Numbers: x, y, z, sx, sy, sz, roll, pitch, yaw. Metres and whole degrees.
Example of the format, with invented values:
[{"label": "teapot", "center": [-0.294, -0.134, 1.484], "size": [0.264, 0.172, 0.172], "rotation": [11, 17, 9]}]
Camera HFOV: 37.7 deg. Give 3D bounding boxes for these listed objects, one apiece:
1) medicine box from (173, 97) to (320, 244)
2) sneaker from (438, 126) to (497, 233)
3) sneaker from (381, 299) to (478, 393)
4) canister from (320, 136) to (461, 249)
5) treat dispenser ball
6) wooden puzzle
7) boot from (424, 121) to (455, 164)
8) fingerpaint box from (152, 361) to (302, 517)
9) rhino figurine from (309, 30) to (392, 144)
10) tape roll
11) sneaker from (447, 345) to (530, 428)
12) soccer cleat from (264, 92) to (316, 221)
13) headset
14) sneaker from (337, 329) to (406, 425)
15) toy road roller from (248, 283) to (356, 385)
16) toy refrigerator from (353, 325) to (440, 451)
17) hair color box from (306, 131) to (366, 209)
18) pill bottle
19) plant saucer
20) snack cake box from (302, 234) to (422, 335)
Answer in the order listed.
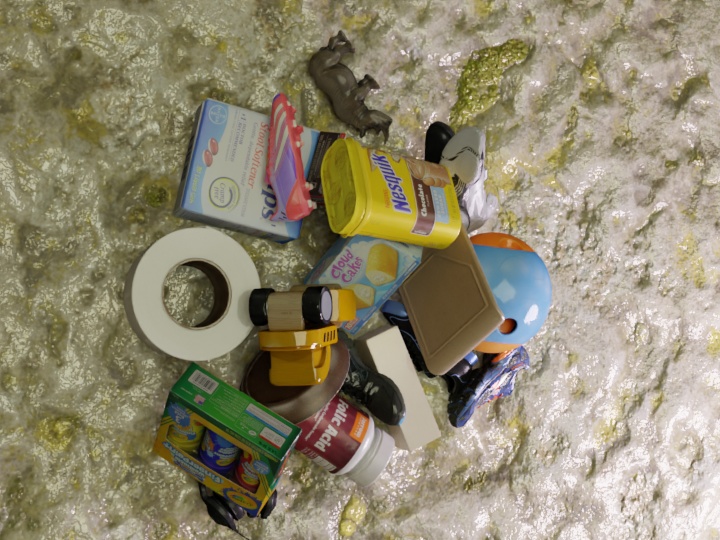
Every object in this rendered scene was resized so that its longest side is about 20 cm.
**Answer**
[{"label": "medicine box", "center": [-0.184, -0.158, 1.710], "size": [0.197, 0.103, 0.185], "rotation": [14, 83, -16]}, {"label": "sneaker", "center": [0.181, -0.146, 1.761], "size": [0.114, 0.074, 0.203], "rotation": [-18, 125, -55]}, {"label": "sneaker", "center": [0.109, 0.131, 1.808], "size": [0.199, 0.070, 0.078], "rotation": [36, 76, -10]}, {"label": "canister", "center": [0.049, -0.114, 1.626], "size": [0.198, 0.087, 0.150], "rotation": [9, 55, -31]}, {"label": "treat dispenser ball", "center": [0.222, 0.037, 1.781], "size": [0.198, 0.201, 0.204], "rotation": [1, 87, -18]}, {"label": "wooden puzzle", "center": [0.140, 0.039, 1.700], "size": [0.037, 0.185, 0.202], "rotation": [-1, 57, -40]}, {"label": "boot", "center": [0.093, -0.136, 1.764], "size": [0.199, 0.065, 0.167], "rotation": [-36, 122, -37]}, {"label": "fingerpaint box", "center": [-0.208, 0.261, 1.613], "size": [0.198, 0.168, 0.074], "rotation": [31, 44, 6]}, {"label": "rhino figurine", "center": [-0.012, -0.300, 1.795], "size": [0.087, 0.060, 0.201], "rotation": [-33, 99, 3]}, {"label": "tape roll", "center": [-0.266, 0.039, 1.654], "size": [0.200, 0.139, 0.206], "rotation": [1, 86, -18]}, {"label": "sneaker", "center": [0.230, 0.201, 1.843], "size": [0.079, 0.075, 0.200], "rotation": [46, 77, -14]}, {"label": "soccer cleat", "center": [-0.122, -0.176, 1.647], "size": [0.075, 0.067, 0.203], "rotation": [-13, 85, 9]}, {"label": "headset", "center": [-0.193, 0.379, 1.708], "size": [0.122, 0.094, 0.203], "rotation": [-12, 76, -17]}, {"label": "sneaker", "center": [-0.010, 0.187, 1.725], "size": [0.200, 0.074, 0.081], "rotation": [42, 39, 22]}, {"label": "toy road roller", "center": [-0.088, 0.097, 1.620], "size": [0.121, 0.200, 0.148], "rotation": [-2, 91, 17]}, {"label": "toy refrigerator", "center": [0.064, 0.197, 1.787], "size": [0.069, 0.076, 0.202], "rotation": [-24, 94, -17]}, {"label": "hair color box", "center": [-0.001, -0.139, 1.740], "size": [0.199, 0.063, 0.112], "rotation": [25, 78, -48]}, {"label": "pill bottle", "center": [-0.049, 0.261, 1.725], "size": [0.199, 0.114, 0.115], "rotation": [35, 77, -13]}, {"label": "plant saucer", "center": [-0.112, 0.163, 1.670], "size": [0.200, 0.200, 0.032], "rotation": [-41, 126, -15]}, {"label": "snack cake box", "center": [0.000, 0.000, 1.716], "size": [0.114, 0.200, 0.068], "rotation": [30, 37, -15]}]
